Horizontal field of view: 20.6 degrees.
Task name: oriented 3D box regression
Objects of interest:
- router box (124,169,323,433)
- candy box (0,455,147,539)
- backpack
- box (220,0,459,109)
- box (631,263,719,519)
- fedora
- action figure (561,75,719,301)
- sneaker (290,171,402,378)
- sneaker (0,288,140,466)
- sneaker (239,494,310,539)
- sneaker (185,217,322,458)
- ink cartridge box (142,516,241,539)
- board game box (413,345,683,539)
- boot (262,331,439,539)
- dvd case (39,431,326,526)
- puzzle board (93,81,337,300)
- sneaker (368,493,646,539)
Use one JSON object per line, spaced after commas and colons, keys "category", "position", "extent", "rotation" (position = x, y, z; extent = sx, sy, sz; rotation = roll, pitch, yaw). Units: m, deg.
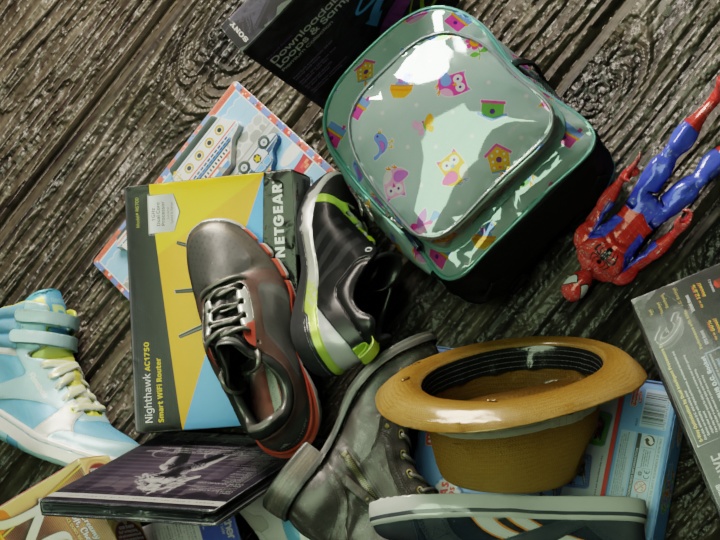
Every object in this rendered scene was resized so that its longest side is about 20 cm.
{"category": "router box", "position": [-0.110, 0.027, 1.599], "extent": [0.148, 0.051, 0.202], "rotation": [-6, 83, 17]}
{"category": "candy box", "position": [-0.212, 0.261, 1.555], "extent": [0.115, 0.055, 0.201], "rotation": [-31, 76, 17]}
{"category": "backpack", "position": [0.068, -0.099, 1.511], "extent": [0.176, 0.153, 0.200], "rotation": [-45, 59, 4]}
{"category": "box", "position": [-0.011, -0.200, 1.543], "extent": [0.143, 0.200, 0.036], "rotation": [-46, 65, 8]}
{"category": "box", "position": [0.301, 0.085, 1.403], "extent": [0.157, 0.050, 0.201], "rotation": [-23, 69, 4]}
{"category": "fedora", "position": [0.110, 0.107, 1.410], "extent": [0.199, 0.200, 0.083], "rotation": [0, 105, 24]}
{"category": "action figure", "position": [0.220, -0.054, 1.487], "extent": [0.065, 0.052, 0.200], "rotation": [41, 99, 0]}
{"category": "sneaker", "position": [0.000, 0.000, 1.536], "extent": [0.082, 0.072, 0.201], "rotation": [-21, 45, 25]}
{"category": "sneaker", "position": [-0.248, 0.090, 1.650], "extent": [0.199, 0.079, 0.132], "rotation": [21, 88, 26]}
{"category": "sneaker", "position": [-0.037, 0.234, 1.521], "extent": [0.200, 0.077, 0.081], "rotation": [40, 86, 26]}
{"category": "sneaker", "position": [-0.088, 0.044, 1.515], "extent": [0.077, 0.082, 0.201], "rotation": [-30, 71, 13]}
{"category": "ink cartridge box", "position": [-0.167, 0.269, 1.594], "extent": [0.199, 0.042, 0.120], "rotation": [-25, 71, 20]}
{"category": "board game box", "position": [0.136, 0.147, 1.489], "extent": [0.198, 0.037, 0.153], "rotation": [9, 81, 25]}
{"category": "boot", "position": [0.043, 0.166, 1.475], "extent": [0.174, 0.069, 0.200], "rotation": [38, 81, 14]}
{"category": "dvd case", "position": [-0.131, 0.157, 1.520], "extent": [0.147, 0.200, 0.016], "rotation": [0, 101, 23]}
{"category": "puzzle board", "position": [-0.120, -0.039, 1.657], "extent": [0.151, 0.017, 0.200], "rotation": [42, 96, 26]}
{"category": "sneaker", "position": [0.104, 0.198, 1.400], "extent": [0.198, 0.078, 0.080], "rotation": [2, 79, -1]}
